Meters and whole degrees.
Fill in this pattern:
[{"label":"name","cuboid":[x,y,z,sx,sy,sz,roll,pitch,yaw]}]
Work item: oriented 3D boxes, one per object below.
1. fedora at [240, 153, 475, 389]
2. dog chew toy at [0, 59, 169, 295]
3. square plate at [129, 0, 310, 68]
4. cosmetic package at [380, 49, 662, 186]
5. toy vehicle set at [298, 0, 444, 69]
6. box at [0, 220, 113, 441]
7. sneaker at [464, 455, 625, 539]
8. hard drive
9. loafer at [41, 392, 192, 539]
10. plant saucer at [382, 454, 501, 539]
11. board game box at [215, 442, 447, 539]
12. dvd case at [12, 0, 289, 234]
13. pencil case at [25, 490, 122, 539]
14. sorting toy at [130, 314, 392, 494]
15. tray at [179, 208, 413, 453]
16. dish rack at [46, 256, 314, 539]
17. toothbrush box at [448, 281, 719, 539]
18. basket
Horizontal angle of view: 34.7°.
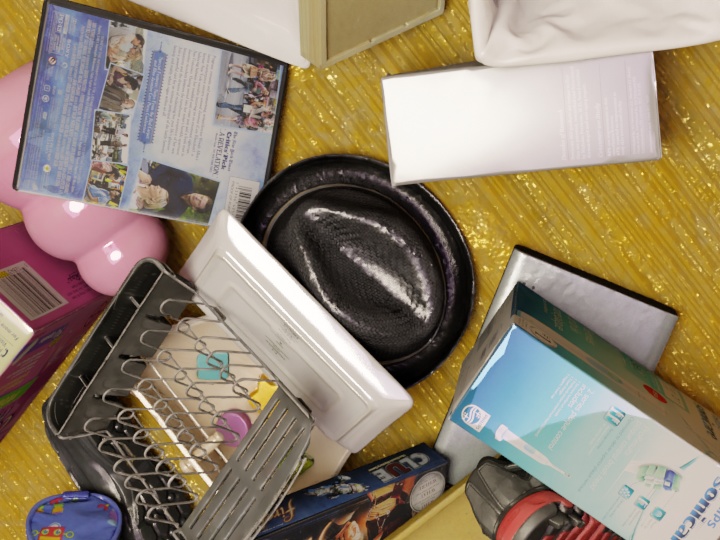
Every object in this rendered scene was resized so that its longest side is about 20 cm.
[{"label":"fedora","cuboid":[0.000,0.000,0.883,0.198,0.092,0.204,1,86,-8]},{"label":"dog chew toy","cuboid":[-0.227,-0.066,0.926,0.124,0.125,0.201,-31,102,13]},{"label":"square plate","cuboid":[-0.115,-0.267,0.854,0.198,0.028,0.200,24,139,19]},{"label":"cosmetic package","cuboid":[0.119,-0.117,0.862,0.197,0.107,0.091,-7,100,12]},{"label":"toy vehicle set","cuboid":[0.011,-0.252,0.807,0.026,0.124,0.202,40,145,34]},{"label":"box","cuboid":[-0.314,0.070,0.932,0.097,0.176,0.200,42,104,1]},{"label":"sneaker","cuboid":[0.146,0.180,0.869,0.098,0.200,0.071,42,103,38]},{"label":"hard drive","cuboid":[0.151,0.099,0.932,0.138,0.033,0.202,22,103,5]},{"label":"loafer","cuboid":[-0.206,0.186,0.997,0.070,0.068,0.202,-22,102,43]},{"label":"plant saucer","cuboid":[0.068,0.268,0.916,0.199,0.048,0.202,-32,114,-21]},{"label":"board game box","cuboid":[-0.023,0.228,0.902,0.035,0.198,0.137,34,129,46]},{"label":"dvd case","cuboid":[-0.156,-0.114,0.886,0.198,0.017,0.145,10,90,-28]},{"label":"pencil case","cuboid":[-0.248,0.271,0.978,0.077,0.087,0.202,2,130,-18]},{"label":"sorting toy","cuboid":[-0.073,0.104,0.944,0.180,0.107,0.201,-40,87,4]},{"label":"tray","cuboid":[-0.057,0.054,0.866,0.200,0.022,0.107,45,140,1]},{"label":"dish rack","cuboid":[-0.127,0.106,0.827,0.200,0.054,0.154,42,103,34]},{"label":"toothbrush box","cuboid":[0.172,0.109,0.839,0.199,0.146,0.086,35,104,2]},{"label":"basket","cuboid":[0.164,-0.233,0.796,0.197,0.124,0.137,-7,120,0]}]
